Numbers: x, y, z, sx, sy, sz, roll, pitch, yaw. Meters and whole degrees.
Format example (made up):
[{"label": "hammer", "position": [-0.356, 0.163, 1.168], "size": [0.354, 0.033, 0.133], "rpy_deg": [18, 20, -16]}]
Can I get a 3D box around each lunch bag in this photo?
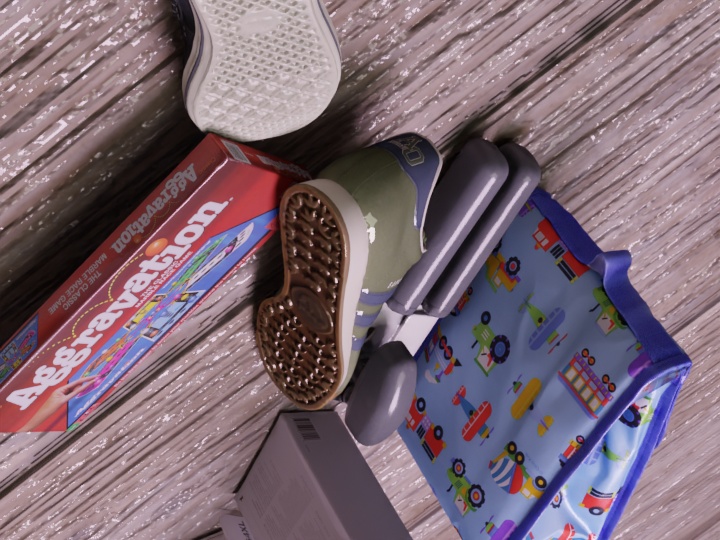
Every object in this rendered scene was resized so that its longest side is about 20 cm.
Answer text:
[{"label": "lunch bag", "position": [0.108, 0.061, 0.912], "size": [0.094, 0.151, 0.200], "rpy_deg": [-6, 136, -31]}]

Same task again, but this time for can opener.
[{"label": "can opener", "position": [0.044, 0.018, 0.887], "size": [0.053, 0.067, 0.200], "rpy_deg": [4, 130, -40]}]

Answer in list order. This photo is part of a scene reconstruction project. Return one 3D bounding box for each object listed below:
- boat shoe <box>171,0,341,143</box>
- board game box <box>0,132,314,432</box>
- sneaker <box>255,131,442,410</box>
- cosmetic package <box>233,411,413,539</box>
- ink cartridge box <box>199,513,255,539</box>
[{"label": "boat shoe", "position": [-0.050, -0.119, 0.670], "size": [0.074, 0.063, 0.200], "rpy_deg": [-11, 156, -3]}, {"label": "board game box", "position": [-0.115, 0.013, 0.781], "size": [0.200, 0.019, 0.103], "rpy_deg": [-44, 159, 15]}, {"label": "sneaker", "position": [0.000, 0.000, 0.833], "size": [0.090, 0.067, 0.200], "rpy_deg": [-37, 159, -27]}, {"label": "cosmetic package", "position": [-0.005, 0.186, 0.930], "size": [0.050, 0.200, 0.083], "rpy_deg": [3, 131, -39]}, {"label": "ink cartridge box", "position": [-0.046, 0.257, 1.040], "size": [0.125, 0.129, 0.200], "rpy_deg": [-20, 142, -17]}]
